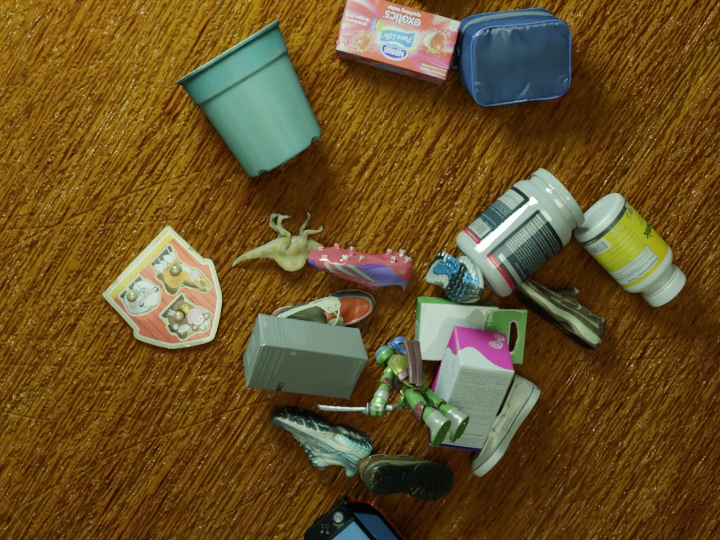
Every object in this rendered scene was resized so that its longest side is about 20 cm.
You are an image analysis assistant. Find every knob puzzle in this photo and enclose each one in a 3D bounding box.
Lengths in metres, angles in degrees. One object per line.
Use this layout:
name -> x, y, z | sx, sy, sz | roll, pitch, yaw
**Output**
knob puzzle -> -0.336, 0.054, 1.469 | 0.215, 0.030, 0.225 | -1, 98, -4

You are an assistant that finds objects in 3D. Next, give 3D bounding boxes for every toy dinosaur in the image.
toy dinosaur -> -0.136, -0.049, 1.454 | 0.196, 0.058, 0.103 | -3, 99, -3

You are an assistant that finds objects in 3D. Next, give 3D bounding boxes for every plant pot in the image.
plant pot -> -0.172, -0.277, 1.362 | 0.198, 0.200, 0.198 | -30, 106, 1

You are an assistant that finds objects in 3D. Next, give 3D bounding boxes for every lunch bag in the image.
lunch bag -> 0.252, -0.367, 1.401 | 0.196, 0.133, 0.138 | -5, 117, -2

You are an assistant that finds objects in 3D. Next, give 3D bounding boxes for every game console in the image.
game console -> 0.014, 0.531, 1.513 | 0.172, 0.119, 0.201 | -40, 98, 2

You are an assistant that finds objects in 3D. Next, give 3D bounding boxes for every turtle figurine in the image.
turtle figurine -> 0.072, 0.236, 1.383 | 0.200, 0.145, 0.193 | -46, 57, -13

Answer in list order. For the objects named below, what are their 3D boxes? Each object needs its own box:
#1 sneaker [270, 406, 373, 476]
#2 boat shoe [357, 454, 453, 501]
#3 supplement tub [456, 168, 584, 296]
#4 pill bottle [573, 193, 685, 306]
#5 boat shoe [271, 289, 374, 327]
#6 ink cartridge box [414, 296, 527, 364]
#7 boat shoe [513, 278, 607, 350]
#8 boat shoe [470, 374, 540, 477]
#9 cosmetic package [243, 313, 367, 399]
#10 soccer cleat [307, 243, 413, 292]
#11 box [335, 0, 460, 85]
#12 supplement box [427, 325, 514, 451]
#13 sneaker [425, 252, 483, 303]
sneaker -> -0.079, 0.320, 1.500 | 0.197, 0.078, 0.088 | 24, 99, -6
boat shoe -> 0.082, 0.373, 1.513 | 0.197, 0.074, 0.077 | 16, 94, -31
supplement tub -> 0.279, -0.066, 1.437 | 0.199, 0.140, 0.141 | -41, 98, 3
pill bottle -> 0.488, -0.032, 1.471 | 0.200, 0.111, 0.111 | 44, 93, -9
boat shoe -> -0.068, 0.082, 1.475 | 0.196, 0.063, 0.073 | -10, 97, -4
ink cartridge box -> 0.199, 0.110, 1.496 | 0.196, 0.059, 0.106 | 3, 100, -4
boat shoe -> 0.369, 0.061, 1.502 | 0.201, 0.075, 0.075 | 37, 80, -14
boat shoe -> 0.253, 0.285, 1.521 | 0.069, 0.071, 0.202 | 34, 92, -2
cosmetic package -> -0.097, 0.152, 1.431 | 0.196, 0.091, 0.108 | 10, 124, -19
soccer cleat -> 0.000, 0.000, 1.456 | 0.196, 0.067, 0.078 | 2, 114, -18
box -> 0.062, -0.395, 1.397 | 0.196, 0.096, 0.102 | 15, 97, -3
supplement box -> 0.189, 0.211, 1.446 | 0.101, 0.102, 0.203 | 8, 127, -7
sneaker -> 0.185, 0.020, 1.419 | 0.086, 0.200, 0.076 | 27, 96, -16
